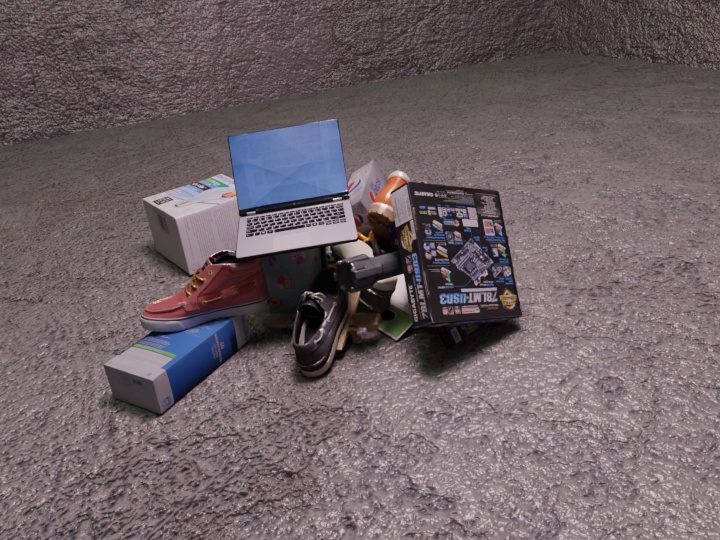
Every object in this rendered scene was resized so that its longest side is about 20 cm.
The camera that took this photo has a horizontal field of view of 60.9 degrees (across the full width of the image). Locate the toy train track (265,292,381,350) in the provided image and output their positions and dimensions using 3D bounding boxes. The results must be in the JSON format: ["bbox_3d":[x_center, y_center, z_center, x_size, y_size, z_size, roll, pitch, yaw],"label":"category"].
[{"bbox_3d":[-0.058,0.087,0.968,0.195,0.033,0.116,-2,46,24],"label":"toy train track"}]

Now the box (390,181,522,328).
[{"bbox_3d":[0.144,-0.022,0.902,0.196,0.204,0.049,-1,-12,-37],"label":"box"}]

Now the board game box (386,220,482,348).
[{"bbox_3d":[0.125,0.000,0.929,0.119,0.203,0.032,-28,2,-36],"label":"board game box"}]

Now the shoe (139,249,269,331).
[{"bbox_3d":[-0.238,0.026,0.927,0.195,0.093,0.072,-11,25,-13],"label":"shoe"}]

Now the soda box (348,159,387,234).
[{"bbox_3d":[0.008,-0.152,1.276,0.063,0.069,0.202,-28,25,25],"label":"soda box"}]

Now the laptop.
[{"bbox_3d":[-0.109,-0.129,0.944,0.182,0.118,0.202,-10,34,-2],"label":"laptop"}]

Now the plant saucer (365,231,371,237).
[{"bbox_3d":[0.086,-0.101,1.314,0.195,0.038,0.201,-4,26,2],"label":"plant saucer"}]

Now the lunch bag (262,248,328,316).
[{"bbox_3d":[-0.122,-0.043,1.085,0.119,0.174,0.201,-6,28,2],"label":"lunch bag"}]

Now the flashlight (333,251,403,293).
[{"bbox_3d":[0.049,-0.011,0.941,0.197,0.069,0.068,-15,48,-34],"label":"flashlight"}]

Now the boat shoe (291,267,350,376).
[{"bbox_3d":[-0.061,0.059,0.923,0.071,0.063,0.203,-9,43,18],"label":"boat shoe"}]

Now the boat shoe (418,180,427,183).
[{"bbox_3d":[0.137,-0.149,1.269,0.070,0.078,0.199,13,31,34],"label":"boat shoe"}]

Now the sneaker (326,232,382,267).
[{"bbox_3d":[-0.032,-0.043,1.177,0.197,0.079,0.078,13,33,37],"label":"sneaker"}]

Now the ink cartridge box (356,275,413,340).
[{"bbox_3d":[0.091,0.035,1.028,0.200,0.048,0.144,-45,38,-17],"label":"ink cartridge box"}]

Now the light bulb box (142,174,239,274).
[{"bbox_3d":[-0.329,-0.106,1.316,0.197,0.128,0.196,-25,31,-32],"label":"light bulb box"}]

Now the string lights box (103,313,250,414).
[{"bbox_3d":[-0.267,0.120,0.916,0.101,0.060,0.200,9,29,29],"label":"string lights box"}]

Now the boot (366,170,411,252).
[{"bbox_3d":[0.063,-0.101,1.145,0.073,0.201,0.109,20,70,9],"label":"boot"}]

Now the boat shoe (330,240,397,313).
[{"bbox_3d":[-0.003,0.000,1.036,0.070,0.062,0.202,-4,28,-26],"label":"boat shoe"}]
